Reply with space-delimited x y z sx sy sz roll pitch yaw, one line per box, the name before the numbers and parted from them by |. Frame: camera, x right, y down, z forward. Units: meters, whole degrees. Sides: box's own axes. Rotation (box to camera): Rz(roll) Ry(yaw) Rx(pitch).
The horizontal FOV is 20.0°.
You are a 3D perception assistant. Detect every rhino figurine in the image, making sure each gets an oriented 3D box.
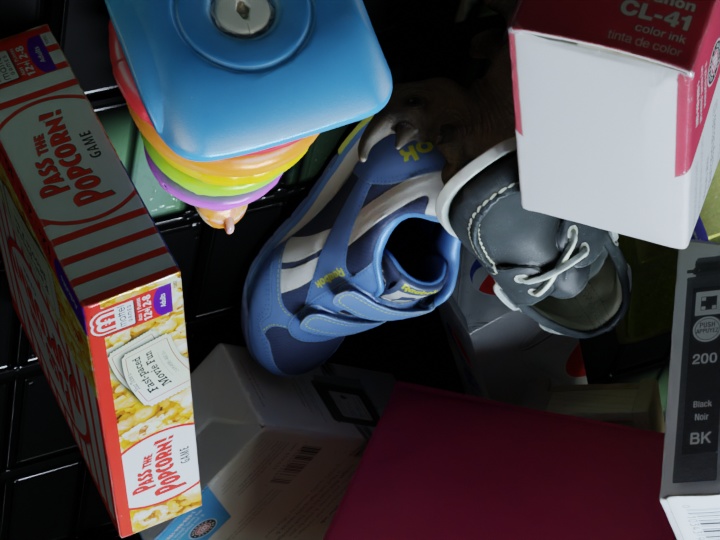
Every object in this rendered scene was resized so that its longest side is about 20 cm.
rhino figurine | 0.088 -0.099 1.027 0.200 0.087 0.060 -25 148 -9

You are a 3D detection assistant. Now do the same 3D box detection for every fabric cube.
fabric cube | 0.083 0.207 1.143 0.196 0.199 0.200 10 122 12

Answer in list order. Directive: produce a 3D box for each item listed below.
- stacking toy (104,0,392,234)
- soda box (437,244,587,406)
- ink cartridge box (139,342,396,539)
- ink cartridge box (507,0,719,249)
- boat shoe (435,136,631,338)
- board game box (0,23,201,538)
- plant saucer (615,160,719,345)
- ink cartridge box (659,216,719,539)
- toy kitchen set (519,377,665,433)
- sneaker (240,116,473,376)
stacking toy | -0.063 -0.071 0.950 0.110 0.116 0.200 -17 160 -15
soda box | 0.095 0.046 1.265 0.068 0.063 0.200 -28 149 -5
ink cartridge box | -0.039 0.116 1.251 0.200 0.067 0.116 14 127 -49
ink cartridge box | 0.138 -0.133 0.917 0.148 0.086 0.200 75 36 -59
boat shoe | 0.096 -0.013 1.030 0.076 0.060 0.200 -36 158 13
board game box | -0.126 0.009 0.943 0.046 0.152 0.200 -21 147 -15
plant saucer | 0.220 -0.064 1.137 0.200 0.048 0.200 -19 141 -2
ink cartridge box | 0.204 0.079 1.101 0.043 0.200 0.198 -5 146 20
toy kitchen set | 0.131 0.136 1.314 0.163 0.180 0.200 -3 117 19
sneaker | 0.000 0.000 1.103 0.074 0.082 0.200 -5 142 -39
